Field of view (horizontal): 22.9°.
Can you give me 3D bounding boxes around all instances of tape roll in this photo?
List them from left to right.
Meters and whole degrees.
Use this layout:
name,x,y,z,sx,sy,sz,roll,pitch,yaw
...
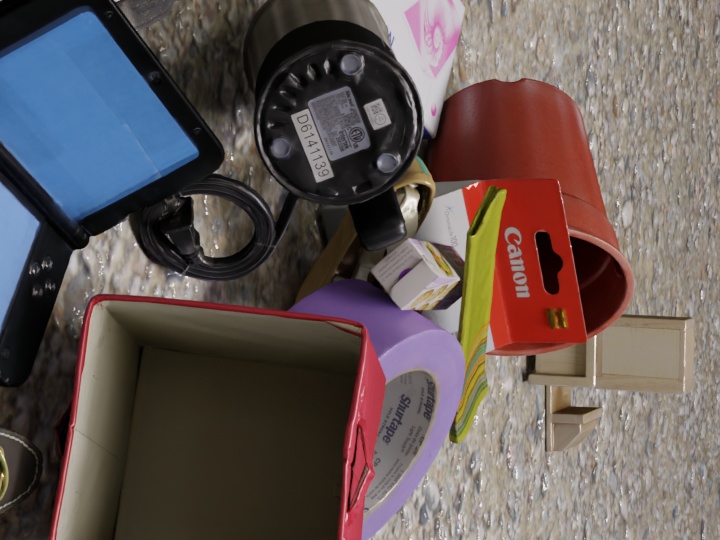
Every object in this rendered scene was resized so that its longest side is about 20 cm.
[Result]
name,x,y,z,sx,sy,sz,roll,pitch,yaw
tape roll,-0.015,0.113,1.344,0.200,0.085,0.200,-38,146,-32

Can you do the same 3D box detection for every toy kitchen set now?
name,x,y,z,sx,sy,sz,roll,pitch,yaw
toy kitchen set,0.299,0.124,1.988,0.200,0.180,0.164,-8,99,-65

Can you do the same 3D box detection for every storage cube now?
name,x,y,z,sx,sy,sz,roll,pitch,yaw
storage cube,-0.085,0.123,1.140,0.180,0.199,0.172,69,27,-75

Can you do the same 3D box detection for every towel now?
name,x,y,z,sx,sy,sz,roll,pitch,yaw
towel,0.094,0.037,1.425,0.086,0.018,0.200,-63,160,-55

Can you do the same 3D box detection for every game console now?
name,x,y,z,sx,sy,sz,roll,pitch,yaw
game console,-0.187,-0.047,1.034,0.200,0.116,0.176,54,44,-51

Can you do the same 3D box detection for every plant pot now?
name,x,y,z,sx,sy,sz,roll,pitch,yaw
plant pot,0.139,-0.058,1.627,0.201,0.200,0.196,56,26,-50

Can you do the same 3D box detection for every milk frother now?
name,x,y,z,sx,sy,sz,roll,pitch,yaw
milk frother,-0.064,-0.100,1.294,0.188,0.199,0.181,-106,-168,-68

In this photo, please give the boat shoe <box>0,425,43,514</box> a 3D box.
name,x,y,z,sx,sy,sz,roll,pitch,yaw
boat shoe,-0.236,0.118,0.999,0.201,0.060,0.072,6,86,-64

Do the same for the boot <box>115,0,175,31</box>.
name,x,y,z,sx,sy,sz,roll,pitch,yaw
boot,-0.142,-0.241,1.184,0.200,0.070,0.132,-49,128,-60

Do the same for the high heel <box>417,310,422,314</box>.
name,x,y,z,sx,sy,sz,roll,pitch,yaw
high heel,0.027,0.098,1.510,0.067,0.096,0.201,-45,130,-56

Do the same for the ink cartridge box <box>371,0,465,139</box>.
name,x,y,z,sx,sy,sz,roll,pitch,yaw
ink cartridge box,0.038,-0.250,1.587,0.196,0.043,0.201,47,50,-55

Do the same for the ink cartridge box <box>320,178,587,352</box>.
name,x,y,z,sx,sy,sz,roll,pitch,yaw
ink cartridge box,0.079,0.005,1.495,0.047,0.199,0.160,-55,138,-54

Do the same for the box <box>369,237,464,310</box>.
name,x,y,z,sx,sy,sz,roll,pitch,yaw
box,0.052,0.004,1.371,0.039,0.041,0.200,52,8,9

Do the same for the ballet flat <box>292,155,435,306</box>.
name,x,y,z,sx,sy,sz,roll,pitch,yaw
ballet flat,0.000,0.000,1.410,0.068,0.063,0.200,16,104,-31
